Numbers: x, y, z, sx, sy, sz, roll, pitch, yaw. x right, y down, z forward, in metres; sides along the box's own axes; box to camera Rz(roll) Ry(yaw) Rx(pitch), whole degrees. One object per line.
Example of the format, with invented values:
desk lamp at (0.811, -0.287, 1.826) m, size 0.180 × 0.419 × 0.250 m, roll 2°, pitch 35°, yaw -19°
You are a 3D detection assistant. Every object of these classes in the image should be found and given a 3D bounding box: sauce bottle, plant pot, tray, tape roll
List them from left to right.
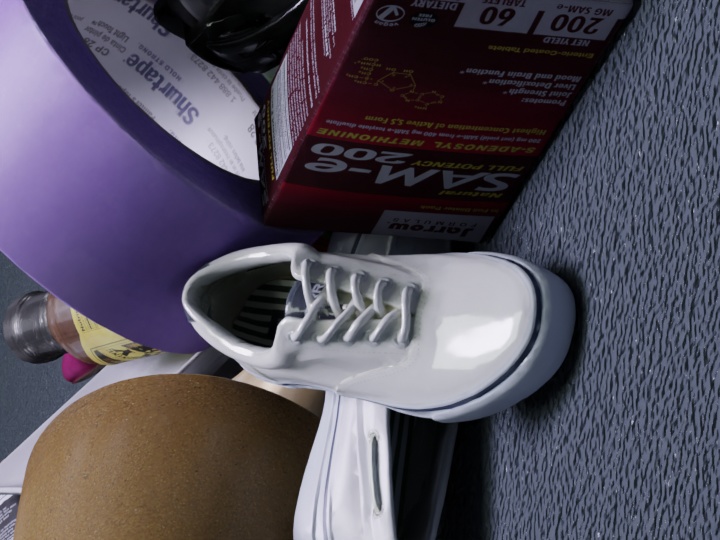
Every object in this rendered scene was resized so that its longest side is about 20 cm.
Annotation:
tape roll at (-0.112, -0.062, 1.306) m, size 0.085 × 0.200 × 0.200 m, roll -45°, pitch 30°, yaw 20°
sauce bottle at (-0.126, 0.017, 1.514) m, size 0.200 × 0.065 × 0.065 m, roll -14°, pitch 69°, yaw 53°
tray at (-0.115, 0.061, 1.520) m, size 0.200 × 0.022 × 0.107 m, roll -44°, pitch 19°, yaw -26°
plant pot at (-0.088, 0.180, 1.270) m, size 0.200 × 0.186 × 0.187 m, roll -75°, pitch 2°, yaw -53°

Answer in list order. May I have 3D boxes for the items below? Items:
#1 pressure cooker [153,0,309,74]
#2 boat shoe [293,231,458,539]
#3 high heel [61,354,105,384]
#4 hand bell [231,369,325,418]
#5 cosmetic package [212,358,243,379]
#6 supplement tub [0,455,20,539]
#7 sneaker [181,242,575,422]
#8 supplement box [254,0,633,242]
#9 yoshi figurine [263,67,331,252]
pressure cooker at (-0.020, -0.195, 1.295) m, size 0.176 × 0.178 × 0.201 m, roll 85°, pitch 179°, yaw -51°
boat shoe at (0.024, 0.047, 1.261) m, size 0.067 × 0.073 × 0.201 m, roll -8°, pitch 69°, yaw 44°
high heel at (-0.132, -0.026, 1.594) m, size 0.200 × 0.096 × 0.067 m, roll -49°, pitch -4°, yaw 23°
hand bell at (0.000, 0.000, 1.350) m, size 0.104 × 0.104 × 0.201 m, roll -119°, pitch 49°, yaw -65°
cosmetic package at (-0.080, 0.157, 1.534) m, size 0.151 × 0.051 × 0.201 m, roll -135°, pitch 52°, yaw -75°
supplement tub at (-0.165, 0.162, 1.556) m, size 0.200 × 0.106 × 0.107 m, roll -118°, pitch 36°, yaw -70°
sneaker at (0.001, 0.024, 1.184) m, size 0.200 × 0.071 × 0.073 m, roll -5°, pitch 72°, yaw 46°
supplement box at (0.030, -0.086, 1.178) m, size 0.200 × 0.108 × 0.061 m, roll 119°, pitch 152°, yaw -58°
yoshi figurine at (-0.026, -0.061, 1.469) m, size 0.200 × 0.112 × 0.112 m, roll 55°, pitch 175°, yaw 50°
